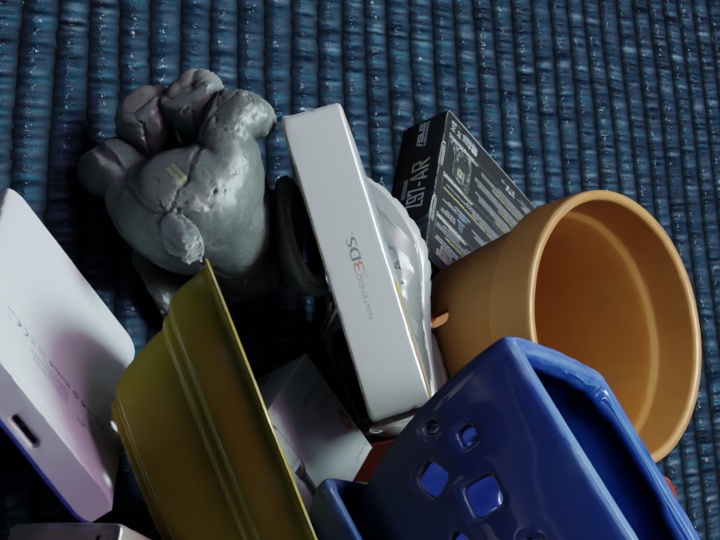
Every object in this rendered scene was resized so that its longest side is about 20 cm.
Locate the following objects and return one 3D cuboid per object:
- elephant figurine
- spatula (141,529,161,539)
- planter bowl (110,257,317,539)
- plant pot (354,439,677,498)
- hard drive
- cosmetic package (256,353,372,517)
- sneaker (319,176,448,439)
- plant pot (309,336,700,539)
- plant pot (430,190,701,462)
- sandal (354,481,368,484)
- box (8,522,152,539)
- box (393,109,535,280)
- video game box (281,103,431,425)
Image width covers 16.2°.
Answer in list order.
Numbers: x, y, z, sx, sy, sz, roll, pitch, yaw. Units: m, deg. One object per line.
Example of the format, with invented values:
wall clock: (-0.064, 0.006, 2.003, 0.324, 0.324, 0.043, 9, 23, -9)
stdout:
elephant figurine: (-0.081, -0.024, 1.642, 0.155, 0.141, 0.200, -56, 139, -23)
spatula: (-0.121, 0.163, 1.543, 0.200, 0.021, 0.057, -15, 79, -58)
planter bowl: (-0.088, 0.100, 1.432, 0.200, 0.083, 0.201, 159, -90, -87)
plant pot: (0.117, 0.214, 1.731, 0.200, 0.176, 0.201, 29, 48, -46)
hard drive: (-0.181, 0.045, 1.458, 0.132, 0.025, 0.200, 54, 13, -20)
cosmetic package: (-0.055, 0.132, 1.609, 0.083, 0.051, 0.200, 57, 24, -11)
sneaker: (0.007, 0.024, 1.783, 0.082, 0.075, 0.201, -2, 70, -54)
plant pot: (0.095, 0.176, 1.536, 0.200, 0.180, 0.200, 60, 13, 18)
plant pot: (0.134, 0.051, 1.837, 0.200, 0.140, 0.201, 13, 72, -45)
sandal: (-0.022, 0.207, 1.619, 0.080, 0.054, 0.200, 50, 47, -16)
box: (-0.110, 0.213, 1.445, 0.200, 0.095, 0.078, 33, 61, -42)
box: (0.100, -0.002, 1.976, 0.200, 0.043, 0.161, 46, 37, -32)
video game box: (0.000, 0.000, 1.661, 0.182, 0.047, 0.201, 36, 37, -85)
